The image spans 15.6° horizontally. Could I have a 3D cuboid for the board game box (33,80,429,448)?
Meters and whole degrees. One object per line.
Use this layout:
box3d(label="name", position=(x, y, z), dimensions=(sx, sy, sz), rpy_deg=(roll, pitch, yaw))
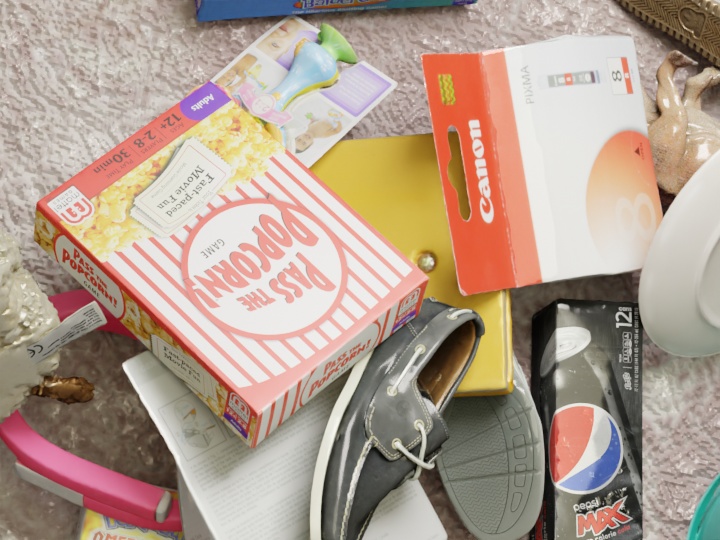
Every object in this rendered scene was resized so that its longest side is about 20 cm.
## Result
box3d(label="board game box", position=(-0.081, -0.007, 1.636), dimensions=(0.200, 0.046, 0.151), rpy_deg=(42, 60, 17))

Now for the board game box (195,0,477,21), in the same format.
box3d(label="board game box", position=(-0.022, -0.255, 1.811), dimensions=(0.200, 0.045, 0.152), rpy_deg=(-5, 75, -13))

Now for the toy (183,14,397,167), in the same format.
box3d(label="toy", position=(-0.086, -0.097, 1.749), dimensions=(0.200, 0.047, 0.115), rpy_deg=(-40, 52, -18))

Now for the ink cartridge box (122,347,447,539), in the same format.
box3d(label="ink cartridge box", position=(-0.054, 0.123, 1.666), dimensions=(0.160, 0.047, 0.200), rpy_deg=(-27, 87, -38))

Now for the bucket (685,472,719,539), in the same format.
box3d(label="bucket", position=(0.323, 0.198, 1.760), dimensions=(0.207, 0.135, 0.208), rpy_deg=(2, 79, -12))

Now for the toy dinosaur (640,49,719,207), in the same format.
box3d(label="toy dinosaur", position=(0.230, -0.068, 1.821), dimensions=(0.200, 0.086, 0.136), rpy_deg=(35, 102, 10))

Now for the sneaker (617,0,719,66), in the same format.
box3d(label="sneaker", position=(0.253, -0.214, 1.856), dimensions=(0.200, 0.070, 0.108), rpy_deg=(39, 55, 15))

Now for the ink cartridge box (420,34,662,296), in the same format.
box3d(label="ink cartridge box", position=(0.125, -0.073, 1.727), dimensions=(0.200, 0.050, 0.163), rpy_deg=(-8, 88, -55))

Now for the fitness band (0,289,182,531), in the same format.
box3d(label="fitness band", position=(-0.147, 0.088, 1.703), dimensions=(0.200, 0.037, 0.144), rpy_deg=(22, 61, 9))

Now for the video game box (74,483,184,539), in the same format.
box3d(label="video game box", position=(-0.099, 0.241, 1.714), dimensions=(0.200, 0.047, 0.183), rpy_deg=(13, 76, -9))

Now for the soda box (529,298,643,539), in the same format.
box3d(label="soda box", position=(0.152, 0.123, 1.771), dimensions=(0.063, 0.071, 0.200), rpy_deg=(3, 79, -11))

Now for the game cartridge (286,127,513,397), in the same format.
box3d(label="game cartridge", position=(0.000, 0.000, 1.747), dimensions=(0.200, 0.032, 0.177), rpy_deg=(-4, 80, 15))

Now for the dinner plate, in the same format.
box3d(label="dinner plate", position=(0.271, -0.020, 1.767), dimensions=(0.200, 0.200, 0.024), rpy_deg=(-33, 51, -15))

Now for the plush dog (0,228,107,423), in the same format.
box3d(label="plush dog", position=(-0.259, 0.013, 1.652), dimensions=(0.160, 0.200, 0.172), rpy_deg=(9, 36, -41))

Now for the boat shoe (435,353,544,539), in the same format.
box3d(label="boat shoe", position=(0.080, 0.083, 1.769), dimensions=(0.074, 0.065, 0.202), rpy_deg=(-17, 83, 9))

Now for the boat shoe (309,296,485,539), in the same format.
box3d(label="boat shoe", position=(0.019, 0.100, 1.639), dimensions=(0.067, 0.072, 0.200), rpy_deg=(12, 56, 19))
